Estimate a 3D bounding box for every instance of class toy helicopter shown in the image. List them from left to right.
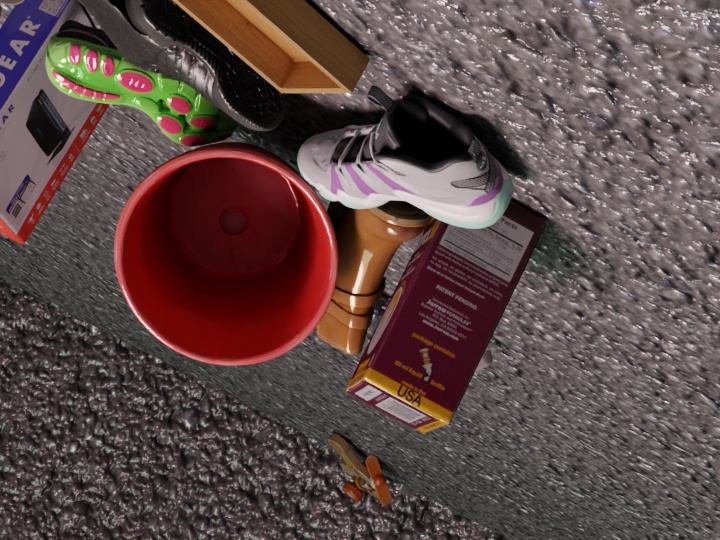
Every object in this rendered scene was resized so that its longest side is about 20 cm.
[{"bbox_3d":[-0.002,0.402,3.023,0.132,0.079,0.200,22,153,50],"label":"toy helicopter"}]

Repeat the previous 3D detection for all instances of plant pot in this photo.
[{"bbox_3d":[-0.120,-0.032,1.382,0.200,0.201,0.177,31,-168,-10],"label":"plant pot"}]

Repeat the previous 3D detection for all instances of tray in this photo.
[{"bbox_3d":[-0.093,-0.207,1.137,0.200,0.037,0.098,39,163,-33],"label":"tray"}]

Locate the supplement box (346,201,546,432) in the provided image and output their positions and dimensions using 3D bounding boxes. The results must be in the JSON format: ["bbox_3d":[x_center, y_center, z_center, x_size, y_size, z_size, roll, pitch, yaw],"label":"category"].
[{"bbox_3d":[0.074,0.033,1.317,0.085,0.201,0.110,28,167,-4],"label":"supplement box"}]

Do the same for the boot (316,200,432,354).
[{"bbox_3d":[0.000,0.000,1.362,0.076,0.156,0.200,11,-175,-23],"label":"boot"}]

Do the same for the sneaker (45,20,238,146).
[{"bbox_3d":[-0.194,-0.180,1.378,0.199,0.077,0.084,24,-145,-30],"label":"sneaker"}]

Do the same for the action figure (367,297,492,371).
[{"bbox_3d":[0.044,0.086,1.773,0.199,0.105,0.193,29,156,-11],"label":"action figure"}]

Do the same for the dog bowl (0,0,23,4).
[{"bbox_3d":[-0.351,-0.304,1.238,0.199,0.059,0.200,26,165,7],"label":"dog bowl"}]

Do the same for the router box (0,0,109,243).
[{"bbox_3d":[-0.318,-0.148,1.429,0.049,0.201,0.180,25,166,14],"label":"router box"}]

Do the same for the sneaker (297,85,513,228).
[{"bbox_3d":[0.020,-0.107,1.211,0.199,0.078,0.140,10,157,27],"label":"sneaker"}]

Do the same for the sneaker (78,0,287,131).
[{"bbox_3d":[-0.156,-0.192,1.269,0.200,0.060,0.104,42,160,-28],"label":"sneaker"}]
